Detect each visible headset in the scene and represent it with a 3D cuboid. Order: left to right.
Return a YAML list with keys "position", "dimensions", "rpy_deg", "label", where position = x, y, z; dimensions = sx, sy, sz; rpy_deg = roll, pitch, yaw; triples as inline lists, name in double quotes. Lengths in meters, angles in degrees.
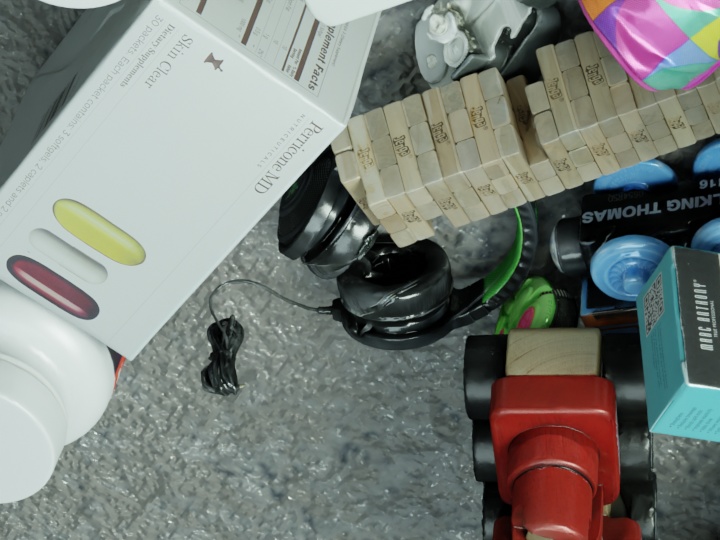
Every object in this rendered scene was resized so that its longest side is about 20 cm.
- position: [0.000, 0.000, 1.365]
  dimensions: [0.200, 0.094, 0.124]
  rpy_deg: [-27, 118, 23]
  label: "headset"

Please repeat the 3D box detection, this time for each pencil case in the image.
- position: [0.194, -0.162, 1.171]
  dimensions: [0.200, 0.088, 0.088]
  rpy_deg: [-35, 115, 22]
  label: "pencil case"

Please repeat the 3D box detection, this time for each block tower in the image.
- position: [0.089, -0.073, 1.272]
  dimensions: [0.200, 0.054, 0.058]
  rpy_deg: [-20, 152, 11]
  label: "block tower"

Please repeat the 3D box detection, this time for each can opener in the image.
- position: [0.093, -0.155, 1.254]
  dimensions: [0.066, 0.053, 0.200]
  rpy_deg: [4, 142, -37]
  label: "can opener"

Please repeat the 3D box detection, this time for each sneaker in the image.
- position: [0.118, 0.075, 1.422]
  dimensions: [0.084, 0.077, 0.200]
  rpy_deg: [-5, 137, 7]
  label: "sneaker"

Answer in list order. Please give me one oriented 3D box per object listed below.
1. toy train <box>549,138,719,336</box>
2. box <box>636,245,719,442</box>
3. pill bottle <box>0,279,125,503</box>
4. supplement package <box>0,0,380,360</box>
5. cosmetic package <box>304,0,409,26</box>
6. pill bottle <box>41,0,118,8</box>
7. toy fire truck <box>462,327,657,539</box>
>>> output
- position: [0.202, -0.007, 1.323]
  dimensions: [0.200, 0.087, 0.114]
  rpy_deg: [-8, 136, 17]
  label: "toy train"
- position: [0.239, 0.048, 1.259]
  dimensions: [0.200, 0.082, 0.049]
  rpy_deg: [9, 144, -14]
  label: "box"
- position: [-0.176, 0.025, 1.357]
  dimensions: [0.111, 0.200, 0.112]
  rpy_deg: [7, 130, 8]
  label: "pill bottle"
- position: [-0.091, -0.085, 1.276]
  dimensions: [0.111, 0.156, 0.200]
  rpy_deg: [32, 128, -14]
  label: "supplement package"
- position: [0.047, -0.239, 1.110]
  dimensions: [0.200, 0.165, 0.165]
  rpy_deg: [-16, 125, 24]
  label: "cosmetic package"
- position: [-0.108, -0.207, 1.150]
  dimensions: [0.112, 0.200, 0.113]
  rpy_deg: [6, 130, 8]
  label: "pill bottle"
- position: [0.117, 0.150, 1.299]
  dimensions: [0.129, 0.200, 0.176]
  rpy_deg: [0, 137, 8]
  label: "toy fire truck"
